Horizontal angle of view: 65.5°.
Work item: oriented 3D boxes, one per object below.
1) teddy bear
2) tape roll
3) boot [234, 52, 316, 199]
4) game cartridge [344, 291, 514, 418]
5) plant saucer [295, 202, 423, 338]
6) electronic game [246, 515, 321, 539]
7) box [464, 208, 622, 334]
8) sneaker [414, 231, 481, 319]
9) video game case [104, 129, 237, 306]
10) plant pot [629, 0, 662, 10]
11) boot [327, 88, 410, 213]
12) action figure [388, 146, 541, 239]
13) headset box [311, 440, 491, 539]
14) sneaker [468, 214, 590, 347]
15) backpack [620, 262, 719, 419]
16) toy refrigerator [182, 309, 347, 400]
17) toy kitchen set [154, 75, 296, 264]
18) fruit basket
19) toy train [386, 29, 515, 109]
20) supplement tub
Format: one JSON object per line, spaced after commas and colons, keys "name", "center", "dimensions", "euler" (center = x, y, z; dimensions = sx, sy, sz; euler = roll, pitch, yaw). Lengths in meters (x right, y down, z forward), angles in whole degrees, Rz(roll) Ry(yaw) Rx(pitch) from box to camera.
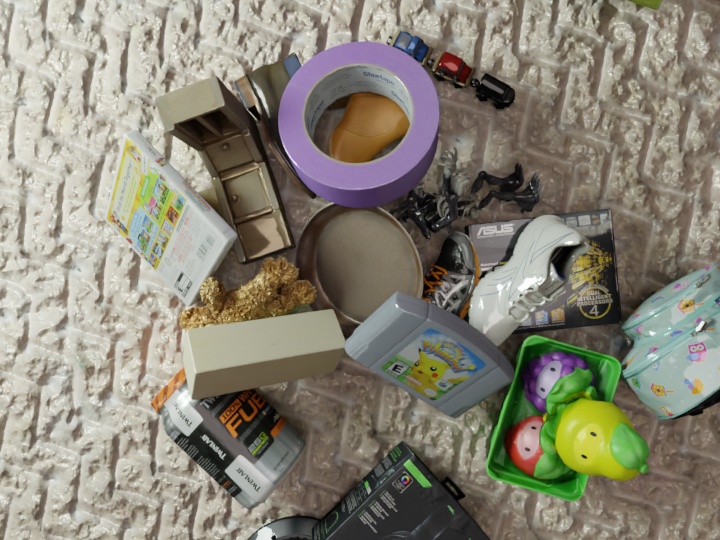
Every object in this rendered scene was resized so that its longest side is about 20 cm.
{"name": "teddy bear", "center": [-0.156, 0.057, 0.776], "dimensions": [0.199, 0.145, 0.067], "euler": [-19, 51, -2]}
{"name": "tape roll", "center": [0.000, -0.184, 0.711], "dimensions": [0.199, 0.066, 0.201], "euler": [-1, 75, 5]}
{"name": "boot", "center": [-0.088, -0.205, 0.781], "dimensions": [0.097, 0.075, 0.200], "euler": [-31, 89, 5]}
{"name": "game cartridge", "center": [0.095, 0.113, 0.729], "dimensions": [0.200, 0.041, 0.133], "euler": [32, 124, -16]}
{"name": "plant saucer", "center": [0.000, 0.000, 0.771], "dimensions": [0.199, 0.032, 0.201], "euler": [10, 110, 28]}
{"name": "electronic game", "center": [-0.094, 0.465, 0.823], "dimensions": [0.199, 0.042, 0.201], "euler": [0, 86, -4]}
{"name": "box", "center": [0.256, 0.004, 0.792], "dimensions": [0.199, 0.049, 0.162], "euler": [-5, 90, 3]}
{"name": "sneaker", "center": [0.104, 0.041, 0.773], "dimensions": [0.077, 0.078, 0.201], "euler": [15, 93, -25]}
{"name": "video game case", "center": [-0.262, -0.060, 0.751], "dimensions": [0.182, 0.200, 0.023], "euler": [46, 50, -1]}
{"name": "plant pot", "center": [0.317, -0.456, 0.723], "dimensions": [0.199, 0.187, 0.188], "euler": [19, 93, 16]}
{"name": "boot", "center": [0.028, -0.188, 0.777], "dimensions": [0.143, 0.071, 0.202], "euler": [-7, 86, 8]}
{"name": "action figure", "center": [0.131, -0.109, 0.761], "dimensions": [0.199, 0.119, 0.102], "euler": [-11, 126, -4]}
{"name": "headset box", "center": [0.061, 0.368, 0.779], "dimensions": [0.200, 0.093, 0.174], "euler": [-41, 90, -8]}
{"name": "sneaker", "center": [0.212, 0.019, 0.721], "dimensions": [0.074, 0.087, 0.200], "euler": [30, 96, -22]}
{"name": "backpack", "center": [0.432, 0.095, 0.731], "dimensions": [0.200, 0.176, 0.153], "euler": [-45, 74, 2]}
{"name": "toy refrigerator", "center": [-0.127, 0.107, 0.744], "dimensions": [0.199, 0.076, 0.070], "euler": [-7, 56, -26]}
{"name": "toy kitchen set", "center": [-0.205, -0.104, 0.734], "dimensions": [0.163, 0.180, 0.201], "euler": [-19, 87, 3]}
{"name": "fruit basket", "center": [0.264, 0.199, 0.725], "dimensions": [0.155, 0.216, 0.217], "euler": [16, 93, 1]}
{"name": "toy train", "center": [0.127, -0.283, 0.785], "dimensions": [0.199, 0.046, 0.034], "euler": [27, 93, 1]}
{"name": "supplement tub", "center": [-0.184, 0.218, 0.777], "dimensions": [0.200, 0.123, 0.123], "euler": [43, 93, -1]}
